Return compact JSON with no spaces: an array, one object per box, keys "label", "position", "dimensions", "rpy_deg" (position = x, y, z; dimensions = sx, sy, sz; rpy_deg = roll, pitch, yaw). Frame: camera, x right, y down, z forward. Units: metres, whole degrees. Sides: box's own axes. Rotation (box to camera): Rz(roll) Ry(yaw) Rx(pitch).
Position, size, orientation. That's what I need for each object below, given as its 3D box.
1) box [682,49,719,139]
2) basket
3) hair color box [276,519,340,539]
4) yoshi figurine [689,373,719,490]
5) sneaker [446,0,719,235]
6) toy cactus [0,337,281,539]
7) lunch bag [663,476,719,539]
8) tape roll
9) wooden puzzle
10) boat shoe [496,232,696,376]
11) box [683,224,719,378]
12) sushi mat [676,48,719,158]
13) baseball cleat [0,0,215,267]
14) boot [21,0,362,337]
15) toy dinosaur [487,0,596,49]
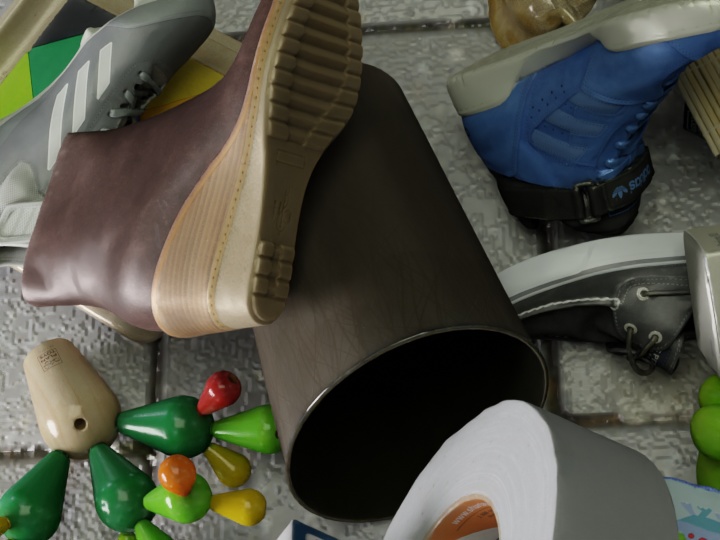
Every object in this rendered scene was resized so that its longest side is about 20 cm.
[{"label":"box","position":[0.291,-0.091,1.005],"dimensions":[0.200,0.060,0.117],"rpy_deg":[30,76,18]},{"label":"basket","position":[0.000,0.000,0.963],"dimensions":[0.135,0.181,0.201],"rpy_deg":[-10,57,-15]},{"label":"hair color box","position":[-0.033,0.223,0.849],"dimensions":[0.060,0.100,0.200],"rpy_deg":[27,29,-18]},{"label":"yoshi figurine","position":[0.253,0.112,0.927],"dimensions":[0.199,0.112,0.112],"rpy_deg":[24,114,2]},{"label":"sneaker","position":[0.141,-0.080,0.968],"dimensions":[0.077,0.200,0.112],"rpy_deg":[-33,102,-45]},{"label":"toy cactus","position":[-0.141,0.104,0.979],"dimensions":[0.200,0.102,0.165],"rpy_deg":[-36,58,2]},{"label":"lunch bag","position":[0.186,0.211,0.863],"dimensions":[0.169,0.127,0.201],"rpy_deg":[15,82,13]},{"label":"tape roll","position":[0.064,0.165,0.857],"dimensions":[0.066,0.200,0.201],"rpy_deg":[24,70,-17]},{"label":"wooden puzzle","position":[-0.151,-0.079,1.074],"dimensions":[0.200,0.037,0.185],"rpy_deg":[30,75,18]},{"label":"boat shoe","position":[0.164,0.022,0.978],"dimensions":[0.199,0.070,0.067],"rpy_deg":[-6,66,-3]},{"label":"box","position":[0.264,0.001,0.901],"dimensions":[0.199,0.082,0.069],"rpy_deg":[-10,99,3]},{"label":"sushi mat","position":[0.198,-0.154,1.006],"dimensions":[0.095,0.012,0.201],"rpy_deg":[-26,56,8]},{"label":"baseball cleat","position":[-0.146,-0.070,1.024],"dimensions":[0.200,0.070,0.107],"rpy_deg":[-37,70,4]},{"label":"boot","position":[-0.091,-0.068,0.926],"dimensions":[0.166,0.072,0.201],"rpy_deg":[7,78,38]},{"label":"toy dinosaur","position":[0.095,-0.168,1.048],"dimensions":[0.058,0.101,0.200],"rpy_deg":[-17,66,-33]}]
